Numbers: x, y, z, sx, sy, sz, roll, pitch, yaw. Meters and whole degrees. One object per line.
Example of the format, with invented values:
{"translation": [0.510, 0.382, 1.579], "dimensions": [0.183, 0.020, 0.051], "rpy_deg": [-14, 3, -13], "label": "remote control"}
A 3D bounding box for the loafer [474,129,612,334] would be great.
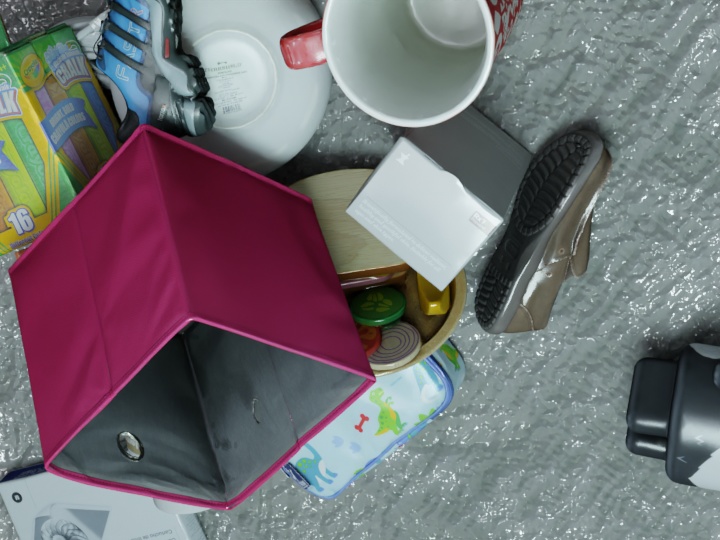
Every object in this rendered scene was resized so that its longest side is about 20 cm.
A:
{"translation": [0.169, -0.031, 1.298], "dimensions": [0.071, 0.073, 0.201], "rpy_deg": [14, 117, -26], "label": "loafer"}

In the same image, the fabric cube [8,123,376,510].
{"translation": [-0.141, 0.044, 1.190], "dimensions": [0.195, 0.200, 0.200], "rpy_deg": [21, 127, -42], "label": "fabric cube"}

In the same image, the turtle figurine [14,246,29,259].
{"translation": [-0.195, -0.022, 1.326], "dimensions": [0.161, 0.199, 0.065], "rpy_deg": [-37, 56, 51], "label": "turtle figurine"}

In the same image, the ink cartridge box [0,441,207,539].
{"translation": [-0.258, 0.284, 1.551], "dimensions": [0.198, 0.041, 0.201], "rpy_deg": [-17, 104, 22], "label": "ink cartridge box"}

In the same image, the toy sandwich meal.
{"translation": [0.000, 0.000, 1.289], "dimensions": [0.203, 0.206, 0.071], "rpy_deg": [9, 143, 13], "label": "toy sandwich meal"}

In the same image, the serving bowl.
{"translation": [-0.117, -0.169, 1.280], "dimensions": [0.198, 0.066, 0.202], "rpy_deg": [-3, 106, -10], "label": "serving bowl"}

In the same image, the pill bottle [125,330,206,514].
{"translation": [-0.177, 0.127, 1.428], "dimensions": [0.110, 0.111, 0.202], "rpy_deg": [-3, 109, 18], "label": "pill bottle"}

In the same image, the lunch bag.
{"translation": [-0.017, 0.104, 1.390], "dimensions": [0.200, 0.082, 0.161], "rpy_deg": [-39, 92, 24], "label": "lunch bag"}

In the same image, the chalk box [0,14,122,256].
{"translation": [-0.302, -0.132, 1.287], "dimensions": [0.124, 0.124, 0.201], "rpy_deg": [-21, 103, 23], "label": "chalk box"}

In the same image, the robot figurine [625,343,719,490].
{"translation": [0.329, 0.132, 1.268], "dimensions": [0.198, 0.150, 0.126], "rpy_deg": [8, 96, 14], "label": "robot figurine"}

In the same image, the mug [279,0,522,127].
{"translation": [0.042, -0.213, 1.186], "dimensions": [0.176, 0.200, 0.134], "rpy_deg": [19, 115, 10], "label": "mug"}

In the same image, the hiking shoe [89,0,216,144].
{"translation": [-0.186, -0.197, 1.203], "dimensions": [0.086, 0.074, 0.202], "rpy_deg": [-17, 89, 6], "label": "hiking shoe"}

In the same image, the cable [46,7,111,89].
{"translation": [-0.233, -0.136, 1.372], "dimensions": [0.199, 0.069, 0.201], "rpy_deg": [-14, 106, 22], "label": "cable"}

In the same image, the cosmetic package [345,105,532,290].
{"translation": [0.070, -0.073, 1.229], "dimensions": [0.107, 0.200, 0.090], "rpy_deg": [40, 116, 0], "label": "cosmetic package"}
